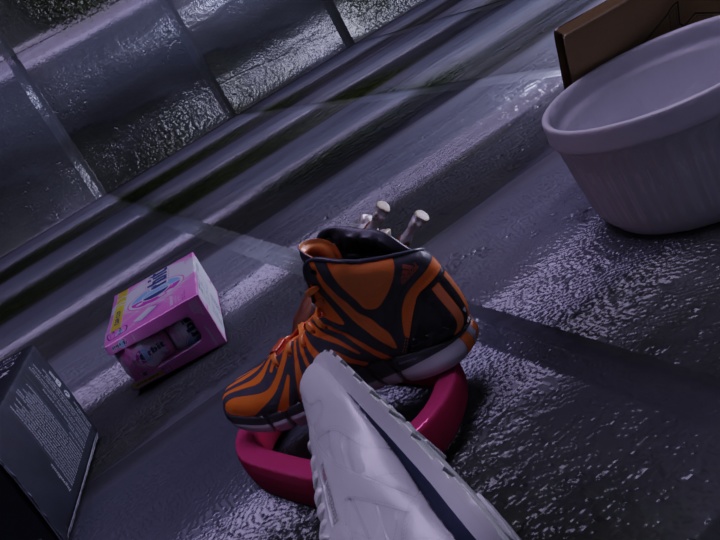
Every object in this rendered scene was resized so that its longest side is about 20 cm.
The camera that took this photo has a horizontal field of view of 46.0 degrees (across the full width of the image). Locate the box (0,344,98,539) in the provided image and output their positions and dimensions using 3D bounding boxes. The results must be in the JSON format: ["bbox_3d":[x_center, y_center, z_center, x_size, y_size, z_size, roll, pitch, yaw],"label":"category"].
[{"bbox_3d":[-0.359,0.193,0.747,0.200,0.124,0.197,-29,21,0],"label":"box"}]

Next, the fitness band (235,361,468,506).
[{"bbox_3d":[-0.008,0.103,0.602,0.144,0.037,0.200,-42,22,-32],"label":"fitness band"}]

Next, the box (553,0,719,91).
[{"bbox_3d":[0.281,-0.200,0.784,0.200,0.164,0.021,-30,44,-3],"label":"box"}]

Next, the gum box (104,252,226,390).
[{"bbox_3d":[-0.225,0.056,0.985,0.113,0.066,0.200,-30,19,-4],"label":"gum box"}]

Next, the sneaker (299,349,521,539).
[{"bbox_3d":[0.004,0.115,0.457,0.081,0.076,0.200,-47,34,0],"label":"sneaker"}]

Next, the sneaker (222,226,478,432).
[{"bbox_3d":[-0.029,0.034,0.583,0.200,0.112,0.078,-25,21,19],"label":"sneaker"}]

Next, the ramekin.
[{"bbox_3d":[0.257,-0.114,0.671,0.200,0.105,0.200,-26,20,10],"label":"ramekin"}]

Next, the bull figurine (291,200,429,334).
[{"bbox_3d":[0.000,0.000,0.783,0.121,0.065,0.200,-57,4,44],"label":"bull figurine"}]
